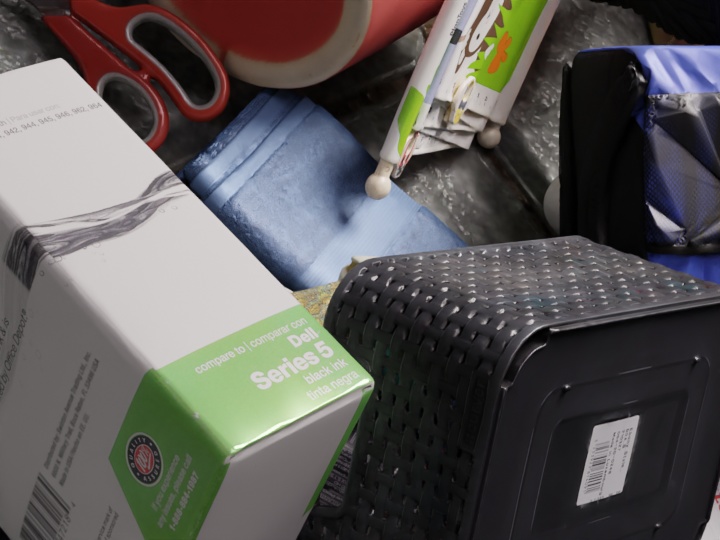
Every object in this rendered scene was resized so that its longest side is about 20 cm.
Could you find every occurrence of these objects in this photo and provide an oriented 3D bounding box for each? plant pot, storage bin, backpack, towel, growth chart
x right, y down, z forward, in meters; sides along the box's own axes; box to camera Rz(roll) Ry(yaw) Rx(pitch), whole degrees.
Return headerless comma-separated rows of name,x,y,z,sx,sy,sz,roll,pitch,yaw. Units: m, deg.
plant pot,-0.016,-0.197,1.000,0.200,0.200,0.177,43,46,-1
storage bin,0.074,0.067,0.845,0.093,0.136,0.199,21,17,35
backpack,0.187,-0.012,0.988,0.167,0.163,0.201,0,95,0
towel,0.000,0.000,0.981,0.200,0.049,0.112,42,46,-1
growth chart,0.064,-0.116,1.019,0.018,0.145,0.200,27,18,15

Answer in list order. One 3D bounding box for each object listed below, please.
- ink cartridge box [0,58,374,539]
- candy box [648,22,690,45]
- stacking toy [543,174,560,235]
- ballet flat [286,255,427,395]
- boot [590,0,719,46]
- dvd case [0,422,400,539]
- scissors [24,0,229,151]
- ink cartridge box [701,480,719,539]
ink cartridge box,-0.107,0.036,0.785,0.084,0.146,0.200,-24,61,-42
candy box,0.225,-0.220,1.241,0.055,0.115,0.201,9,55,-30
stacking toy,0.197,-0.040,1.117,0.199,0.146,0.147,-7,62,-16
ballet flat,-0.009,0.026,0.895,0.199,0.071,0.071,-17,70,-30
boot,0.207,-0.206,1.076,0.157,0.211,0.080,-32,119,-11
dvd case,-0.083,0.113,0.842,0.148,0.016,0.200,27,45,6
scissors,-0.150,-0.139,0.977,0.073,0.014,0.200,-42,84,-5
ink cartridge box,0.205,0.154,1.001,0.199,0.067,0.116,-4,63,-37
